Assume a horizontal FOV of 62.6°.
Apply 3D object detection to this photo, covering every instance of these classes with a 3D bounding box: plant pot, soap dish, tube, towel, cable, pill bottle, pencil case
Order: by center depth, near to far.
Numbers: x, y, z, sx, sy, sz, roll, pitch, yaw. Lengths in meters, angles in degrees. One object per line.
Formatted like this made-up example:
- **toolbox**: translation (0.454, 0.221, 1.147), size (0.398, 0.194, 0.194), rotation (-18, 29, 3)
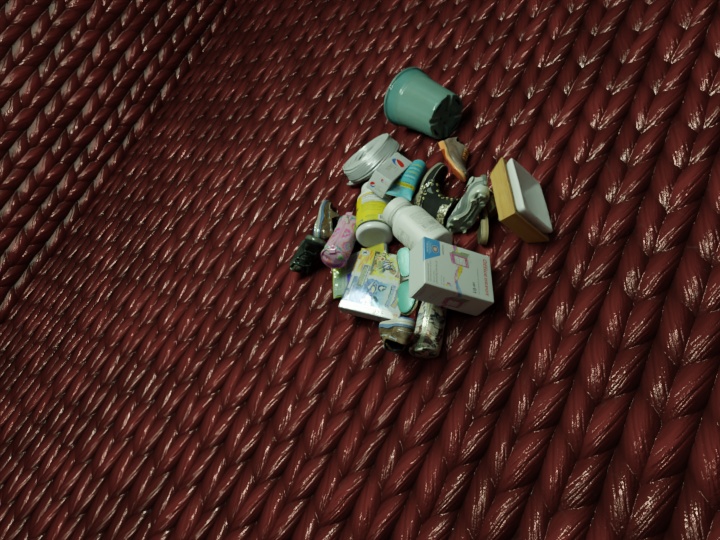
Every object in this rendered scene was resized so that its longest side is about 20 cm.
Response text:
- **pencil case**: translation (0.179, 0.130, 1.523), size (0.078, 0.089, 0.200), rotation (-4, 57, 34)
- **soap dish**: translation (0.416, -0.179, 1.548), size (0.081, 0.157, 0.200), rotation (-32, 44, 35)
- **pill bottle**: translation (0.156, -0.117, 1.678), size (0.114, 0.114, 0.200), rotation (-43, 57, 0)
- **towel**: translation (0.000, 0.000, 1.777), size (0.200, 0.023, 0.144), rotation (-17, 59, 24)
- **pencil case**: translation (-0.056, -0.094, 1.814), size (0.087, 0.088, 0.200), rotation (-11, 35, 28)
- **tube**: translation (0.149, -0.273, 1.816), size (0.077, 0.050, 0.200), rotation (15, 42, 17)
- **pill bottle**: translation (0.043, -0.176, 1.825), size (0.112, 0.112, 0.200), rotation (-17, 50, 24)
- **plant pot**: translation (0.213, -0.532, 1.927), size (0.200, 0.200, 0.196), rotation (-47, 52, -4)
- **cable**: translation (0.034, -0.373, 1.965), size (0.200, 0.069, 0.200), rotation (-48, 20, -13)

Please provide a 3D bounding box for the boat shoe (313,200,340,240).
- **boat shoe**: translation (-0.105, -0.160, 1.948), size (0.072, 0.072, 0.200), rotation (7, 42, 3)

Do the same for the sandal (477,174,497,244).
- **sandal**: translation (0.364, -0.165, 1.645), size (0.069, 0.078, 0.212), rotation (5, 64, 1)

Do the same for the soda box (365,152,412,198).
- **soda box**: translation (0.091, -0.298, 1.835), size (0.068, 0.064, 0.200), rotation (-58, -4, 35)

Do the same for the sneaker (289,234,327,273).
- **sneaker**: translation (-0.164, -0.047, 1.861), size (0.199, 0.076, 0.114), rotation (-20, 48, 68)

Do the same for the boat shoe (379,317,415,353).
- **boat shoe**: translation (0.083, 0.169, 1.503), size (0.072, 0.200, 0.073), rotation (14, 74, -4)

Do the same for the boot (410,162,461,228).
- **boot**: translation (0.238, -0.217, 1.748), size (0.150, 0.073, 0.200), rotation (27, 80, 45)

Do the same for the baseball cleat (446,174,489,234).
- **baseball cleat**: translation (0.302, -0.185, 1.633), size (0.200, 0.070, 0.107), rotation (129, 157, -54)

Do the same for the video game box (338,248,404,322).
- **video game box**: translation (0.056, 0.044, 1.670), size (0.182, 0.047, 0.200), rotation (12, 65, 19)

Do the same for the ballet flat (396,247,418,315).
- **ballet flat**: translation (0.135, 0.033, 1.593), size (0.070, 0.065, 0.200), rotation (-12, 61, 27)

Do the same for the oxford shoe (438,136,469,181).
- **oxford shoe**: translation (0.299, -0.347, 1.807), size (0.073, 0.071, 0.200), rotation (-26, 47, 9)

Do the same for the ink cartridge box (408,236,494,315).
- **ink cartridge box**: translation (0.228, 0.016, 1.489), size (0.085, 0.200, 0.145), rotation (131, 149, -50)
